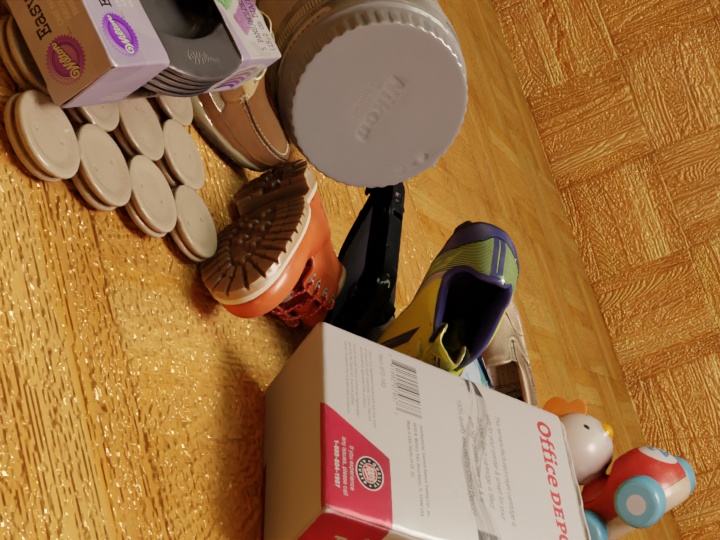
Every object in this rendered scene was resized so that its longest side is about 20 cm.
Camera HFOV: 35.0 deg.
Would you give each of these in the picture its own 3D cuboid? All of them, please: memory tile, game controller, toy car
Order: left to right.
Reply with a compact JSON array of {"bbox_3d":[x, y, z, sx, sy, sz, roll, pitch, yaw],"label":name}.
[{"bbox_3d":[-0.151,-0.095,0.687,0.200,0.017,0.155,35,38,-61],"label":"memory tile"},{"bbox_3d":[0.000,0.000,0.913,0.042,0.105,0.201,33,28,-13],"label":"game controller"},{"bbox_3d":[0.312,0.247,1.494,0.184,0.176,0.201,-3,60,-60],"label":"toy car"}]

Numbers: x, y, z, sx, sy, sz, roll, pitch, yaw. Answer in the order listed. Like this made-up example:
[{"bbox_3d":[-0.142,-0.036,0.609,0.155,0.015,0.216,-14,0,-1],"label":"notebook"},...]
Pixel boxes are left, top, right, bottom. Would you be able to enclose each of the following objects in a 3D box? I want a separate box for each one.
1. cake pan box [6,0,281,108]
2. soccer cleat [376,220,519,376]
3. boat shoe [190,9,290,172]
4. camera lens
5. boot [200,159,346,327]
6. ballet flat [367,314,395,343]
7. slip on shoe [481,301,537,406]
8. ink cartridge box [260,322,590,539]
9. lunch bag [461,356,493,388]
[{"bbox_3d":[-0.145,-0.191,0.669,0.184,0.052,0.202,-22,85,-61],"label":"cake pan box"},{"bbox_3d":[0.051,0.057,0.808,0.064,0.202,0.084,20,31,-9],"label":"soccer cleat"},{"bbox_3d":[-0.099,-0.159,0.821,0.201,0.073,0.076,56,21,-36],"label":"boat shoe"},{"bbox_3d":[-0.003,-0.183,0.959,0.161,0.159,0.201,56,10,-36],"label":"camera lens"},{"bbox_3d":[-0.049,0.001,0.798,0.200,0.074,0.108,-70,141,-67],"label":"boot"},{"bbox_3d":[0.021,0.043,0.963,0.068,0.046,0.200,59,8,-18],"label":"ballet flat"},{"bbox_3d":[0.156,0.096,1.323,0.061,0.075,0.203,-54,129,-78],"label":"slip on shoe"},{"bbox_3d":[0.041,0.140,0.735,0.198,0.084,0.146,23,38,-23],"label":"ink cartridge box"},{"bbox_3d":[0.074,0.156,0.980,0.200,0.082,0.163,-30,101,-72],"label":"lunch bag"}]
